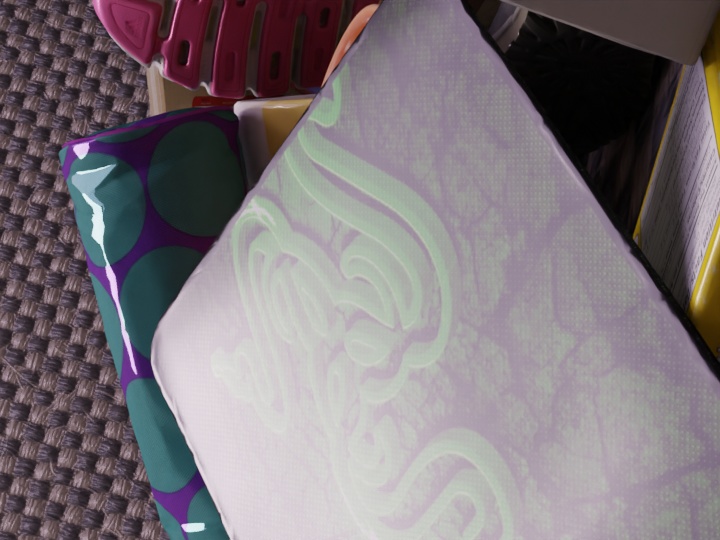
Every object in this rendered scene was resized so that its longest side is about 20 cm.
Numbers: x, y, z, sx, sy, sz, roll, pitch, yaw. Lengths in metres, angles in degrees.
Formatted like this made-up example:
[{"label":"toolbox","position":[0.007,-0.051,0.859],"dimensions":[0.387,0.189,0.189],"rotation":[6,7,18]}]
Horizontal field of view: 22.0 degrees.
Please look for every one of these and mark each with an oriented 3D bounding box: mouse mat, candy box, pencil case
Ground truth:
[{"label":"mouse mat","position":[0.014,0.037,0.482],"dimensions":[0.161,0.007,0.201],"rotation":[-53,47,28]},{"label":"candy box","position":[0.079,0.042,0.499],"dimensions":[0.103,0.026,0.201],"rotation":[-85,6,-58]},{"label":"pencil case","position":[0.010,0.090,0.543],"dimensions":[0.090,0.083,0.202],"rotation":[7,88,49]},{"label":"pencil case","position":[-0.070,0.028,0.834],"dimensions":[0.092,0.084,0.202],"rotation":[-12,-94,-72]}]

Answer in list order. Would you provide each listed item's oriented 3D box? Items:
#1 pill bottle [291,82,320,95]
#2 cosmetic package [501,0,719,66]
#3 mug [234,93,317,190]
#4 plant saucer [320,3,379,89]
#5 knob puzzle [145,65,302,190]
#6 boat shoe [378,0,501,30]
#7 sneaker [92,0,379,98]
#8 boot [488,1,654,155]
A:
[{"label":"pill bottle","position":[-0.048,-0.172,0.993],"dimensions":[0.113,0.199,0.112],"rotation":[-53,13,18]},{"label":"cosmetic package","position":[0.085,-0.166,0.470],"dimensions":[0.105,0.070,0.201],"rotation":[-83,12,-69]},{"label":"mug","position":[0.015,-0.007,0.863],"dimensions":[0.187,0.148,0.155],"rotation":[-32,-61,-77]},{"label":"plant saucer","position":[0.000,0.000,0.714],"dimensions":[0.200,0.032,0.202],"rotation":[-170,90,-78]},{"label":"knob puzzle","position":[-0.066,-0.018,1.023],"dimensions":[0.219,0.030,0.222],"rotation":[-5,-90,-66]},{"label":"boat shoe","position":[0.066,-0.121,0.819],"dimensions":[0.200,0.071,0.065],"rotation":[-47,-55,-50]},{"label":"sneaker","position":[-0.033,-0.135,0.871],"dimensions":[0.088,0.198,0.074],"rotation":[-114,30,-45]},{"label":"boot","position":[0.090,-0.164,0.700],"dimensions":[0.182,0.072,0.202],"rotation":[121,156,-60]}]
